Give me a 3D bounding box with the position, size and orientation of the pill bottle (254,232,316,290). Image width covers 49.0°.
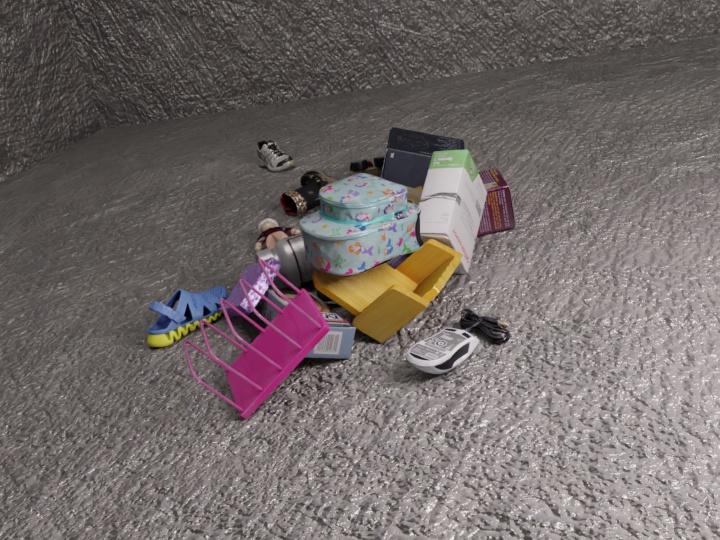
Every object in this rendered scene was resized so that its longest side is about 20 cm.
[{"bbox_3d":[-0.116,-0.026,1.673,0.198,0.111,0.110,-20,24,-14],"label":"pill bottle"}]

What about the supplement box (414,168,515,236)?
[{"bbox_3d":[0.230,-0.141,1.753,0.197,0.104,0.131,-13,23,4],"label":"supplement box"}]

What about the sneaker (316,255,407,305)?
[{"bbox_3d":[0.000,0.000,1.579,0.198,0.089,0.076,-19,24,-12],"label":"sneaker"}]

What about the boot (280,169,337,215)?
[{"bbox_3d":[-0.153,-0.214,2.172,0.149,0.074,0.199,-25,31,-25],"label":"boot"}]

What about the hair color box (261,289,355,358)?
[{"bbox_3d":[-0.097,0.094,1.414,0.098,0.061,0.200,6,13,-28],"label":"hair color box"}]

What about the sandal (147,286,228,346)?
[{"bbox_3d":[-0.352,0.076,1.603,0.079,0.088,0.199,6,28,42],"label":"sandal"}]

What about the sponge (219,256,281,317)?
[{"bbox_3d":[-0.217,0.035,1.543,0.112,0.030,0.200,-59,15,-16],"label":"sponge"}]

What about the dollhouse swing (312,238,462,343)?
[{"bbox_3d":[0.046,-0.005,1.427,0.182,0.176,0.200,-42,2,38],"label":"dollhouse swing"}]

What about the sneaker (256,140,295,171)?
[{"bbox_3d":[-0.290,-0.382,2.600,0.075,0.089,0.199,-25,27,-30],"label":"sneaker"}]

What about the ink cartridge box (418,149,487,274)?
[{"bbox_3d":[0.179,-0.115,1.569,0.083,0.146,0.202,3,60,28],"label":"ink cartridge box"}]

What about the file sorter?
[{"bbox_3d":[-0.175,0.103,1.273,0.200,0.125,0.139,-46,31,4],"label":"file sorter"}]

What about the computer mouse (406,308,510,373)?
[{"bbox_3d":[0.151,0.123,1.283,0.199,0.044,0.109,-24,30,-37],"label":"computer mouse"}]

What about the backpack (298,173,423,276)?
[{"bbox_3d":[-0.006,-0.078,1.397,0.199,0.152,0.177,-29,33,-28],"label":"backpack"}]

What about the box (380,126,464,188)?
[{"bbox_3d":[0.156,-0.259,1.965,0.197,0.125,0.197,11,24,1],"label":"box"}]

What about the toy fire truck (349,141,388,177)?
[{"bbox_3d":[0.062,-0.290,2.182,0.174,0.130,0.200,-10,12,8],"label":"toy fire truck"}]

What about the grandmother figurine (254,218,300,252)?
[{"bbox_3d":[-0.204,-0.080,1.911,0.120,0.061,0.200,-11,24,-18],"label":"grandmother figurine"}]

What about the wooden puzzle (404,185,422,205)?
[{"bbox_3d":[0.049,-0.102,1.711,0.185,0.046,0.201,23,82,55],"label":"wooden puzzle"}]
